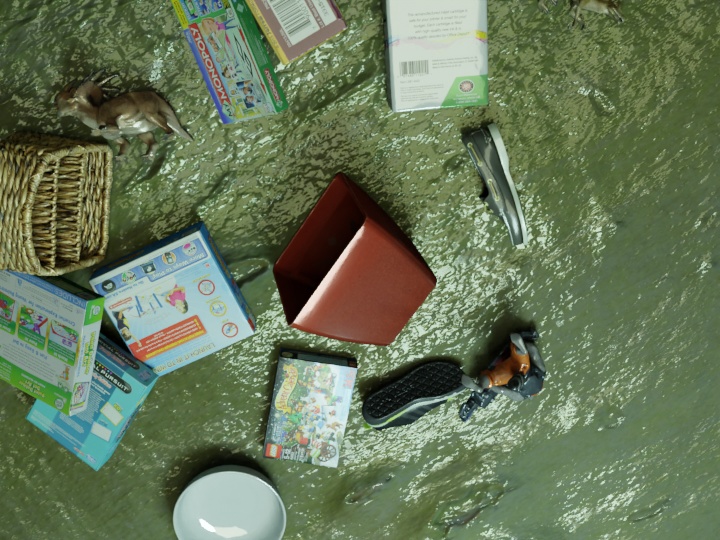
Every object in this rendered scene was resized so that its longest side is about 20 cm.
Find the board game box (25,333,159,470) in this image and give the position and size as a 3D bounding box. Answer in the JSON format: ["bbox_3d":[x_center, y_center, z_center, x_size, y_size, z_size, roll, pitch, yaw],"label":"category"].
[{"bbox_3d":[-0.443,0.209,1.340,0.151,0.047,0.200,36,113,1],"label":"board game box"}]

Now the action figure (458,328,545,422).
[{"bbox_3d":[0.243,0.192,1.358,0.200,0.105,0.193,-54,146,7],"label":"action figure"}]

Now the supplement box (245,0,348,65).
[{"bbox_3d":[-0.093,-0.367,1.108,0.103,0.200,0.131,-30,110,6],"label":"supplement box"}]

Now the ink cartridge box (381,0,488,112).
[{"bbox_3d":[0.108,-0.343,1.194,0.144,0.084,0.201,-5,111,-3],"label":"ink cartridge box"}]

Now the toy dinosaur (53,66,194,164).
[{"bbox_3d":[-0.345,-0.237,1.207,0.199,0.136,0.086,-4,153,-25],"label":"toy dinosaur"}]

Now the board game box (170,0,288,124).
[{"bbox_3d":[-0.189,-0.315,1.165,0.029,0.134,0.201,-38,116,-37],"label":"board game box"}]

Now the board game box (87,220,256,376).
[{"bbox_3d":[-0.301,0.051,1.323,0.199,0.056,0.197,-23,111,4],"label":"board game box"}]

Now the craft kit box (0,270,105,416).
[{"bbox_3d":[-0.503,0.099,1.281,0.199,0.048,0.199,22,106,20],"label":"craft kit box"}]

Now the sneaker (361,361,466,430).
[{"bbox_3d":[0.093,0.224,1.425,0.199,0.072,0.083,-20,144,-1],"label":"sneaker"}]

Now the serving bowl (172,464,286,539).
[{"bbox_3d":[-0.232,0.429,1.462,0.199,0.066,0.201,-2,111,-4],"label":"serving bowl"}]

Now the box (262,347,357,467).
[{"bbox_3d":[-0.090,0.241,1.419,0.136,0.038,0.201,9,109,-8],"label":"box"}]

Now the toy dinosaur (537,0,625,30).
[{"bbox_3d":[0.310,-0.428,1.205,0.101,0.058,0.200,-47,115,-3],"label":"toy dinosaur"}]

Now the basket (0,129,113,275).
[{"bbox_3d":[-0.459,-0.093,1.211,0.148,0.143,0.201,10,109,-7],"label":"basket"}]

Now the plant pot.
[{"bbox_3d":[0.000,0.000,1.265,0.176,0.200,0.200,29,106,-25],"label":"plant pot"}]

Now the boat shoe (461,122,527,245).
[{"bbox_3d":[0.215,-0.129,1.292,0.060,0.072,0.202,-18,104,7],"label":"boat shoe"}]
